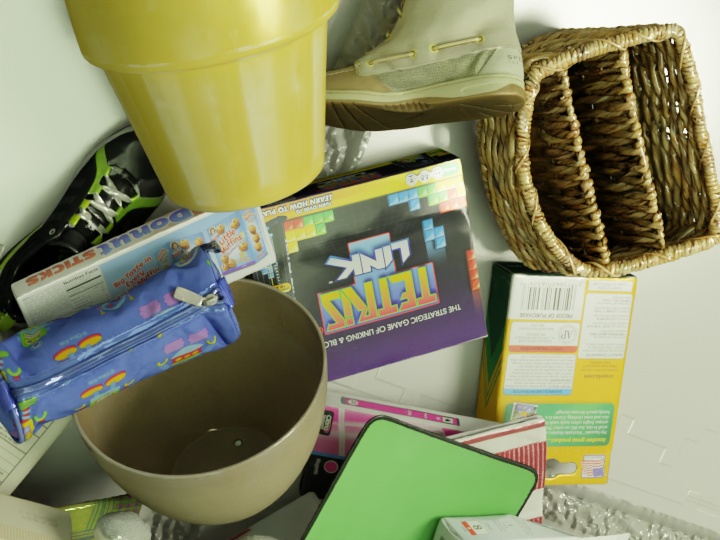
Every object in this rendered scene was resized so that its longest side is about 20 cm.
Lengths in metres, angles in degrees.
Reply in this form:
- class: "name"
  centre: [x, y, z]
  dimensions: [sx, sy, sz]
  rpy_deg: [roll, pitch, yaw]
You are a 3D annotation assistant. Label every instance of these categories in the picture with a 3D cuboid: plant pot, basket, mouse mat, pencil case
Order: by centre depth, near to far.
- class: "pencil case"
  centre: [-0.181, 0.052, 0.969]
  dimensions: [0.199, 0.087, 0.079]
  rpy_deg: [-25, 92, -18]
- class: "plant pot"
  centre: [-0.105, -0.157, 0.992]
  dimensions: [0.199, 0.201, 0.190]
  rpy_deg: [-18, 119, -12]
- class: "plant pot"
  centre: [-0.118, 0.123, 1.047]
  dimensions: [0.199, 0.201, 0.135]
  rpy_deg: [-19, 136, -11]
- class: "basket"
  centre: [0.194, -0.095, 1.101]
  dimensions: [0.142, 0.149, 0.202]
  rpy_deg: [-26, 112, -30]
- class: "mouse mat"
  centre: [0.047, 0.213, 1.115]
  dimensions: [0.199, 0.008, 0.162]
  rpy_deg: [24, 101, -32]

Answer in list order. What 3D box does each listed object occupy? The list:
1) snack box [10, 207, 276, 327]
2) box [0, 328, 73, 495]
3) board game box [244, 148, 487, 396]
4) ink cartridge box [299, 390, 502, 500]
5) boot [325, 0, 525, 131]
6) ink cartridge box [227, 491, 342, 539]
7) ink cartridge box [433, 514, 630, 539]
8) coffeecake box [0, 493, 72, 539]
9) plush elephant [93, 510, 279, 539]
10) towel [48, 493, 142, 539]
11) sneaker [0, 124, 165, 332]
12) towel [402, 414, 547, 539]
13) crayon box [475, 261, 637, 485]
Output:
- class: "snack box"
  centre: [-0.165, 0.002, 1.025]
  dimensions: [0.199, 0.024, 0.072]
  rpy_deg: [-25, 127, -13]
- class: "box"
  centre: [-0.338, 0.133, 1.035]
  dimensions: [0.128, 0.109, 0.200]
  rpy_deg: [40, 90, -23]
- class: "board game box"
  centre: [0.000, 0.000, 1.133]
  dimensions: [0.198, 0.057, 0.167]
  rpy_deg: [-15, 107, -13]
- class: "ink cartridge box"
  centre: [0.050, 0.171, 1.172]
  dimensions: [0.198, 0.037, 0.095]
  rpy_deg: [10, 110, -5]
- class: "boot"
  centre: [0.037, -0.199, 1.078]
  dimensions: [0.198, 0.072, 0.156]
  rpy_deg: [-3, 78, 19]
- class: "ink cartridge box"
  centre: [-0.054, 0.322, 1.170]
  dimensions: [0.144, 0.084, 0.201]
  rpy_deg: [-29, 120, -8]
- class: "ink cartridge box"
  centre: [0.134, 0.295, 1.175]
  dimensions: [0.199, 0.050, 0.163]
  rpy_deg: [3, 111, -37]
- class: "coffeecake box"
  centre: [-0.322, 0.258, 0.973]
  dimensions: [0.153, 0.073, 0.201]
  rpy_deg: [22, 109, -26]
- class: "plush elephant"
  centre: [-0.164, 0.296, 1.003]
  dimensions: [0.164, 0.156, 0.200]
  rpy_deg: [21, 135, -34]
- class: "towel"
  centre: [-0.264, 0.261, 1.082]
  dimensions: [0.143, 0.023, 0.201]
  rpy_deg: [-3, 128, -39]
- class: "sneaker"
  centre: [-0.216, -0.028, 1.044]
  dimensions: [0.072, 0.083, 0.200]
  rpy_deg: [40, 90, -22]
- class: "towel"
  centre: [0.096, 0.227, 1.163]
  dimensions: [0.143, 0.023, 0.202]
  rpy_deg: [-11, 117, -23]
- class: "crayon box"
  centre: [0.176, 0.096, 1.215]
  dimensions: [0.125, 0.052, 0.202]
  rpy_deg: [2, 103, -17]
